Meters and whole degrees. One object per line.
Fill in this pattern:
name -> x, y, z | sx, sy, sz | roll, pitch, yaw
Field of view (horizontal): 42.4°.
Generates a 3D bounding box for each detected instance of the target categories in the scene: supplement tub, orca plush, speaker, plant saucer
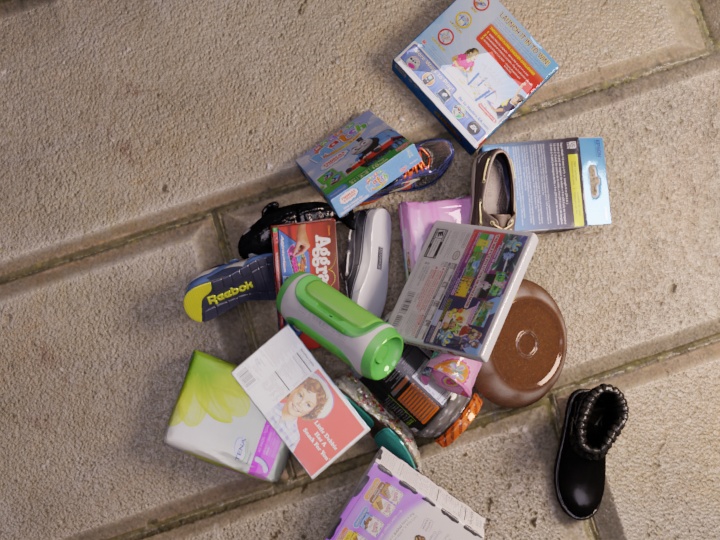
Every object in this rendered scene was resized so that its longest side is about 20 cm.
supplement tub -> 0.086, 0.169, 1.434 | 0.200, 0.123, 0.123 | 43, 85, 0
orca plush -> -0.106, -0.062, 1.466 | 0.195, 0.071, 0.108 | -4, 88, 7
speaker -> -0.032, 0.079, 1.361 | 0.198, 0.088, 0.089 | 32, 84, 33
plant saucer -> 0.252, 0.114, 1.448 | 0.196, 0.036, 0.205 | 0, 90, -26

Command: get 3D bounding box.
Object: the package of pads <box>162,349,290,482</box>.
package of pads -> -0.194, 0.231, 1.453 | 0.196, 0.068, 0.157 | 20, 83, 1

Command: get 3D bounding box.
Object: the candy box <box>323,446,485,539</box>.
candy box -> 0.066, 0.400, 1.416 | 0.198, 0.072, 0.169 | 34, 104, 3

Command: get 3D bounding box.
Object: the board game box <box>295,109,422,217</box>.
board game box -> -0.008, -0.170, 1.438 | 0.150, 0.200, 0.037 | -35, 120, -3

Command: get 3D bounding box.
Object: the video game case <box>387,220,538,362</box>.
video game case -> 0.144, 0.024, 1.344 | 0.180, 0.023, 0.203 | 10, 65, 41

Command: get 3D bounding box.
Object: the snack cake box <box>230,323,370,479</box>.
snack cake box -> -0.090, 0.196, 1.395 | 0.114, 0.067, 0.201 | -38, 87, -9

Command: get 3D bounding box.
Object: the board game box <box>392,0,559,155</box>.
board game box -> 0.186, -0.331, 1.519 | 0.195, 0.056, 0.200 | -42, 86, -5

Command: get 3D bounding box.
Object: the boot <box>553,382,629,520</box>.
boot -> 0.349, 0.278, 1.410 | 0.078, 0.158, 0.216 | 3, 84, -1

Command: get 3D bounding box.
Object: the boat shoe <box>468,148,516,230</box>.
boat shoe -> 0.207, -0.085, 1.427 | 0.070, 0.059, 0.205 | 1, 87, -14

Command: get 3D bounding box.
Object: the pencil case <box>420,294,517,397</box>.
pencil case -> 0.161, 0.085, 1.364 | 0.086, 0.088, 0.202 | 28, 74, 2

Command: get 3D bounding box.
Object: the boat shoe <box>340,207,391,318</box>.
boat shoe -> 0.000, 0.000, 1.480 | 0.067, 0.071, 0.205 | 1, 81, 38

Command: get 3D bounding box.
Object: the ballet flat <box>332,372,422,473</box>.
ballet flat -> 0.036, 0.234, 1.460 | 0.200, 0.076, 0.064 | 47, 52, -2

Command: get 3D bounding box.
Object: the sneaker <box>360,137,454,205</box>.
sneaker -> 0.062, -0.159, 1.489 | 0.197, 0.078, 0.077 | -25, 86, -3

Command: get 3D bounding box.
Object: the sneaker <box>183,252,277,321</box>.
sneaker -> -0.187, 0.014, 1.465 | 0.196, 0.082, 0.075 | -16, 109, -12

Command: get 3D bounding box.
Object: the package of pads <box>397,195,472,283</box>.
package of pads -> 0.129, -0.015, 1.473 | 0.118, 0.076, 0.205 | -6, 85, -9

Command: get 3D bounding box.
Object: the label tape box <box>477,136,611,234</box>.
label tape box -> 0.294, -0.133, 1.498 | 0.195, 0.066, 0.147 | -5, 85, -3

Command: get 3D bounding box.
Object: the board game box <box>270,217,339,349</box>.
board game box -> -0.083, 0.025, 1.451 | 0.101, 0.019, 0.204 | -8, 107, -17
